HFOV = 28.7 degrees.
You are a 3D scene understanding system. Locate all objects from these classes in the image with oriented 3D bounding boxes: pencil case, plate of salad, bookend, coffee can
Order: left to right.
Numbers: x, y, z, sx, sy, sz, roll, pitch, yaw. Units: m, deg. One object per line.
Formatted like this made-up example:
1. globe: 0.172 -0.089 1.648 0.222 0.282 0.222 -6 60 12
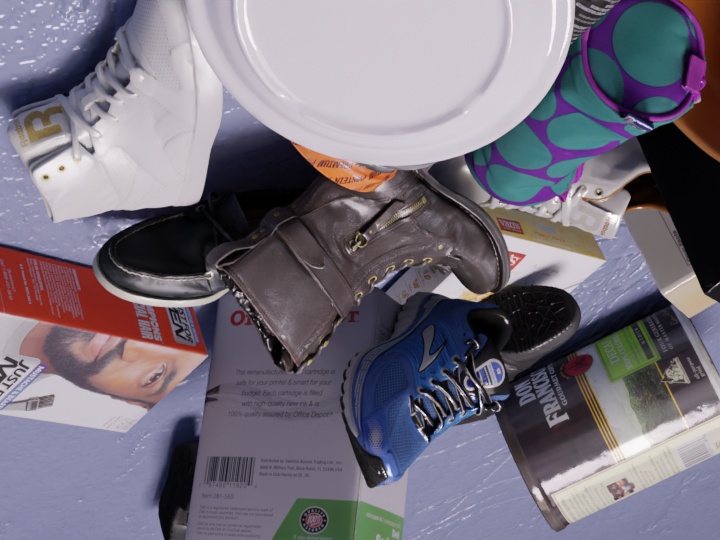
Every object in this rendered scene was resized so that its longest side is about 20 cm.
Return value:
1. plate of salad: 0.009 -0.139 0.713 0.198 0.048 0.201 6 134 6
2. pencil case: 0.139 -0.103 0.898 0.092 0.086 0.200 29 161 -9
3. coffee can: 0.242 0.137 1.328 0.199 0.147 0.146 -27 148 8
4. bookend: 0.303 -0.049 0.991 0.199 0.200 0.092 26 126 -34

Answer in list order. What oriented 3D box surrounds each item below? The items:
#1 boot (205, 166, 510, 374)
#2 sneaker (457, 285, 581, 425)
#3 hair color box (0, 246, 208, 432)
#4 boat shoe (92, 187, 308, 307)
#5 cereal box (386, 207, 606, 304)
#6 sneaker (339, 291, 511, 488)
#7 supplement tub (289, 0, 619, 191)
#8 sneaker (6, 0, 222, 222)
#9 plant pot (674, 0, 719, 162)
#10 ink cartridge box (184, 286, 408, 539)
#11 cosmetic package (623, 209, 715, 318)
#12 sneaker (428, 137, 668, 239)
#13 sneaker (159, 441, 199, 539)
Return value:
1. boot: 0.000 0.000 0.953 0.174 0.069 0.200 -51 124 -14
2. sneaker: 0.099 0.081 1.166 0.199 0.060 0.104 -24 147 14
3. hair color box: -0.221 0.051 0.998 0.199 0.064 0.111 15 133 -46
4. boat shoe: -0.082 -0.025 0.955 0.198 0.075 0.066 -3 142 -28
5. cereal box: 0.089 0.028 1.170 0.143 0.040 0.200 10 137 -41
6. sneaker: 0.052 0.074 0.973 0.088 0.200 0.079 -5 119 29
7. supplement tub: 0.044 -0.143 0.805 0.200 0.123 0.122 -40 144 28
8. sneaker: -0.145 -0.093 0.813 0.115 0.074 0.201 -13 149 -20
9. plant pot: 0.262 -0.174 0.840 0.139 0.200 0.201 -30 151 -17
10. ink cartridge box: -0.040 0.120 1.045 0.145 0.202 0.084 -2 161 28
11. cosmetic package: 0.313 -0.061 1.112 0.199 0.106 0.071 -32 147 19
12. sneaker: 0.146 -0.064 1.023 0.198 0.085 0.073 -8 148 -14
13. sneaker: -0.123 0.204 1.282 0.103 0.060 0.200 -6 151 -22
